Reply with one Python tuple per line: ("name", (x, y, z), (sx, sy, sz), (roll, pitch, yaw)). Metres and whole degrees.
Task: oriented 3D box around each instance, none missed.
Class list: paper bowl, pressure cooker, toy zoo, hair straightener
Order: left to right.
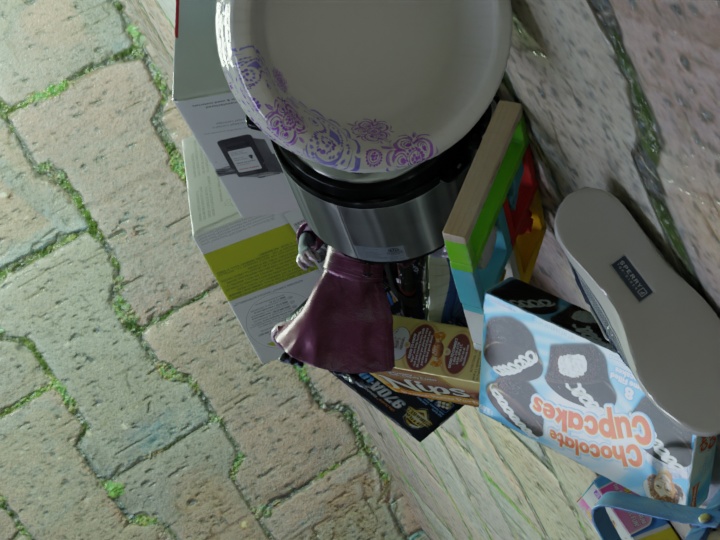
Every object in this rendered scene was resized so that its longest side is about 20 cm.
("paper bowl", (-0.002, -0.172, 1.151), (0.201, 0.200, 0.104), (60, 172, -14))
("hair straightener", (0.018, -0.032, 1.581), (0.077, 0.041, 0.201), (13, 134, 30))
("pressure cooker", (0.017, -0.114, 1.350), (0.179, 0.176, 0.200), (52, 174, 23))
("toy zoo", (0.112, -0.023, 1.324), (0.020, 0.132, 0.200), (13, 152, 22))

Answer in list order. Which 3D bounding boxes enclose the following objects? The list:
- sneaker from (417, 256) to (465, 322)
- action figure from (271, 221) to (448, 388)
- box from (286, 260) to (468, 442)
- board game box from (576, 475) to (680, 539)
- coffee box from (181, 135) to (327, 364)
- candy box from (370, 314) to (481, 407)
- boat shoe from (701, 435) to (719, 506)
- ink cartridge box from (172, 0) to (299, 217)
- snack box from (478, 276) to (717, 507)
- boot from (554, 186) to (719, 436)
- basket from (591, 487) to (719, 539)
("sneaker", (0.102, -0.036, 1.528), (0.079, 0.089, 0.201), (-102, 9, -45))
("action figure", (0.000, 0.000, 1.509), (0.149, 0.133, 0.201), (-146, 69, -81))
("box", (0.050, 0.066, 1.688), (0.200, 0.159, 0.046), (39, -161, -27))
("board game box", (0.299, 0.297, 1.677), (0.200, 0.040, 0.153), (56, 172, 13))
("coffee box", (-0.062, -0.055, 1.814), (0.200, 0.199, 0.198), (-103, -11, -53))
("candy box", (0.103, 0.093, 1.566), (0.199, 0.056, 0.115), (10, 165, 28))
("boat shoe", (0.226, 0.103, 1.303), (0.200, 0.065, 0.074), (43, 129, 21))
("ink cartridge box", (-0.099, -0.160, 1.485), (0.200, 0.083, 0.146), (63, -159, -58))
("snack box", (0.180, 0.095, 1.262), (0.200, 0.037, 0.117), (25, 129, 35))
("boot", (0.208, 0.035, 1.177), (0.201, 0.073, 0.090), (62, -177, 22))
("basket", (0.272, 0.240, 1.182), (0.199, 0.139, 0.177), (-2, 125, 44))
